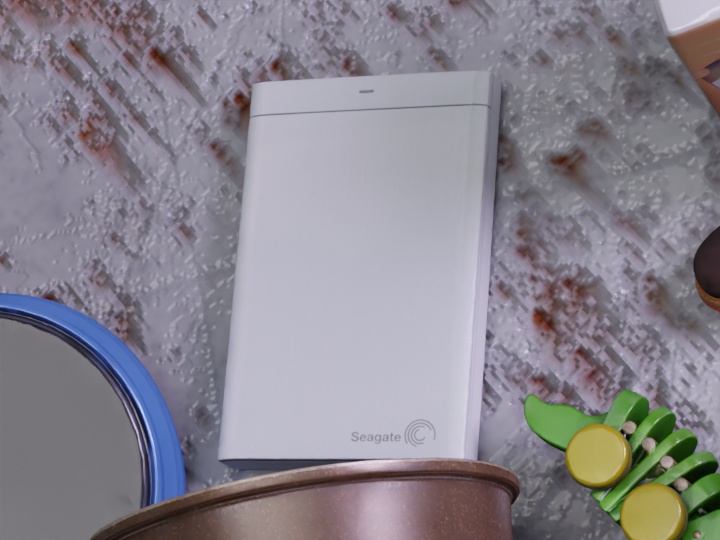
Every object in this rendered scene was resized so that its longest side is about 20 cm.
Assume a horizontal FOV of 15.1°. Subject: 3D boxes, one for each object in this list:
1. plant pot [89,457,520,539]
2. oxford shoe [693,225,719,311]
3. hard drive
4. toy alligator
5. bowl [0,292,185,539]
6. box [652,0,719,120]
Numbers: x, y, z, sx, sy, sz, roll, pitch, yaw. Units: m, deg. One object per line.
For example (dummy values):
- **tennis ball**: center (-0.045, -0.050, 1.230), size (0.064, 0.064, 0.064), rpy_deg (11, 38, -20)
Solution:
- **plant pot**: center (-0.010, 0.205, 1.222), size (0.200, 0.200, 0.199), rpy_deg (-15, 74, 17)
- **oxford shoe**: center (0.226, -0.046, 1.248), size (0.200, 0.073, 0.071), rpy_deg (-32, 41, 28)
- **hard drive**: center (0.000, 0.000, 1.369), size (0.132, 0.027, 0.200), rpy_deg (-1, 74, 21)
- **toy alligator**: center (0.155, 0.116, 1.255), size (0.054, 0.059, 0.200), rpy_deg (-44, 64, 4)
- **bowl**: center (-0.189, 0.109, 1.371), size (0.200, 0.039, 0.201), rpy_deg (-1, 84, 6)
- **box**: center (0.217, -0.139, 1.229), size (0.152, 0.200, 0.106), rpy_deg (-21, 66, 14)
